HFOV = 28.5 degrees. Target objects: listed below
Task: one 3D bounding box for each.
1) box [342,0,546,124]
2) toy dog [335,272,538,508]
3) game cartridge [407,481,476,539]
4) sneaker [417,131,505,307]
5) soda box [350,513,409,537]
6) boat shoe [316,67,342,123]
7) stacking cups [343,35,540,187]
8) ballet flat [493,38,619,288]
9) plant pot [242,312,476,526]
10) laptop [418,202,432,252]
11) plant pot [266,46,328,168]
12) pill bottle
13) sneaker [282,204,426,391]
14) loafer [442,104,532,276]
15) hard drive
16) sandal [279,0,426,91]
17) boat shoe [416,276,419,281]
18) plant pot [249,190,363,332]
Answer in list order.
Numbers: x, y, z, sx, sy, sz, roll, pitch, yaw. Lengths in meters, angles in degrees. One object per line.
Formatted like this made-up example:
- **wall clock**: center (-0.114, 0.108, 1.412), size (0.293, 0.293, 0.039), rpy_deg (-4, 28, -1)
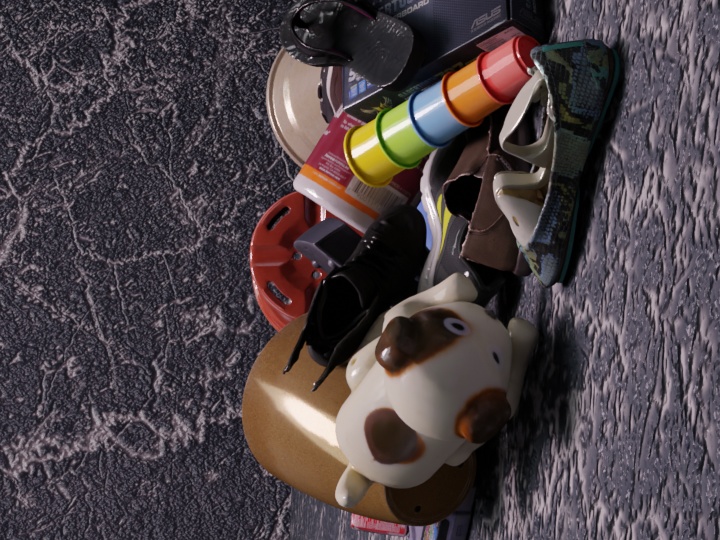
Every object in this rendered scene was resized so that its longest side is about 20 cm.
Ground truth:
- **box**: center (0.067, -0.233, 1.224), size (0.200, 0.051, 0.158), rpy_deg (-22, 57, 41)
- **toy dog**: center (0.048, 0.087, 1.094), size (0.140, 0.194, 0.200), rpy_deg (49, 158, 6)
- **game cartridge**: center (0.076, 0.243, 1.392), size (0.130, 0.038, 0.201), rpy_deg (-90, 7, -55)
- **sneaker**: center (0.103, -0.043, 1.244), size (0.085, 0.074, 0.201), rpy_deg (-36, 44, 52)
- **soda box**: center (0.035, 0.180, 1.525), size (0.070, 0.063, 0.201), rpy_deg (12, -95, -81)
- **boat shoe**: center (-0.011, -0.192, 1.403), size (0.060, 0.074, 0.200), rpy_deg (53, 167, 27)
- **stacking cups**: center (0.075, -0.134, 1.188), size (0.200, 0.060, 0.061), rpy_deg (-26, 53, 39)
- **ballet flat**: center (0.128, -0.076, 1.003), size (0.074, 0.074, 0.201), rpy_deg (-97, 13, -55)
- **plant pot**: center (0.016, 0.150, 1.290), size (0.200, 0.186, 0.187), rpy_deg (30, 119, 57)
- **laptop**: center (0.048, -0.035, 1.446), size (0.177, 0.103, 0.201), rpy_deg (107, 180, -63)
- **plant pot**: center (0.014, -0.210, 1.587), size (0.183, 0.200, 0.201), rpy_deg (159, 115, -69)
- **pill bottle**: center (0.034, -0.134, 1.335), size (0.200, 0.114, 0.114), rpy_deg (-58, 9, 1)
- **sneaker**: center (0.000, 0.018, 1.223), size (0.200, 0.060, 0.104), rpy_deg (-57, -7, -12)
- **loafer**: center (0.104, -0.079, 1.173), size (0.200, 0.071, 0.073), rpy_deg (-95, 11, -49)
- **hard drive**: center (0.000, 0.000, 1.392), size (0.042, 0.135, 0.200), rpy_deg (-52, 6, -5)
- **sandal**: center (-0.018, -0.211, 1.232), size (0.200, 0.048, 0.076), rpy_deg (28, 97, 51)
- **boat shoe**: center (0.044, 0.102, 1.595), size (0.066, 0.070, 0.201), rpy_deg (-29, -58, -84)
- **plant pot**: center (-0.042, -0.009, 1.631), size (0.195, 0.200, 0.202), rpy_deg (45, -132, -83)
